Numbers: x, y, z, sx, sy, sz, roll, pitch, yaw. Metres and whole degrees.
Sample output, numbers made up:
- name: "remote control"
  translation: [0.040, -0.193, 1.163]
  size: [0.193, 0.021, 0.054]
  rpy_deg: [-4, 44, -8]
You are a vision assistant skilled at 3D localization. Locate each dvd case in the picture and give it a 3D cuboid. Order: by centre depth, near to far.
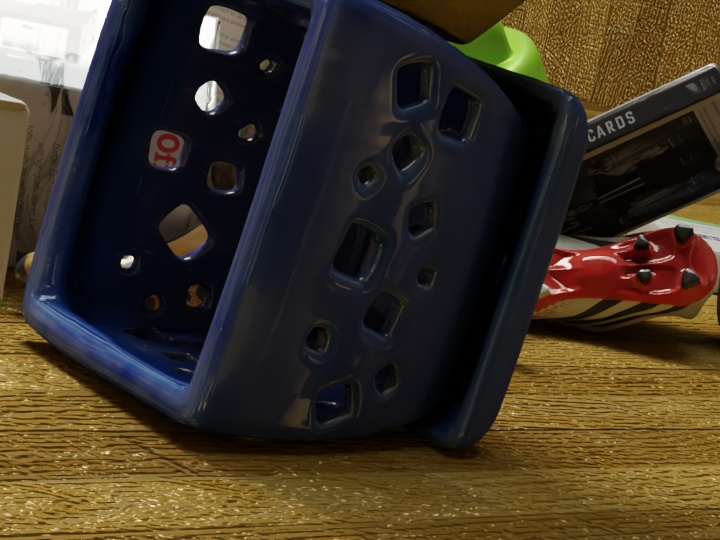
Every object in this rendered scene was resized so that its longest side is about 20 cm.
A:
- name: "dvd case"
  translation: [0.155, -0.057, 1.522]
  size: [0.199, 0.025, 0.150]
  rpy_deg: [-25, -24, 11]

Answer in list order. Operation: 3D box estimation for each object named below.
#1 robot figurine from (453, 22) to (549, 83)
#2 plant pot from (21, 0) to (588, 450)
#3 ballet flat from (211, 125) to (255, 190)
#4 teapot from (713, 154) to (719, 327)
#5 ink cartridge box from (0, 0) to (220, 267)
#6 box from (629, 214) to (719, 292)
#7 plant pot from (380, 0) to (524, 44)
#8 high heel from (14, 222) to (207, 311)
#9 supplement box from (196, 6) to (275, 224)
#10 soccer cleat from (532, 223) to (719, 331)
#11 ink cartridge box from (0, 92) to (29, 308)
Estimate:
- name: "robot figurine"
  translation: [0.088, -0.093, 1.691]
  size: [0.115, 0.201, 0.176]
  rpy_deg: [-26, 30, -8]
- name: "plant pot"
  translation: [-0.020, -0.029, 1.096]
  size: [0.179, 0.201, 0.200]
  rpy_deg: [14, 6, -34]
- name: "ballet flat"
  translation: [-0.030, -0.087, 1.381]
  size: [0.067, 0.073, 0.200]
  rpy_deg: [5, 12, 25]
- name: "teapot"
  translation: [0.339, -0.007, 1.558]
  size: [0.196, 0.147, 0.200]
  rpy_deg: [15, 8, 21]
- name: "ink cartridge box"
  translation: [-0.182, -0.077, 1.285]
  size: [0.198, 0.146, 0.084]
  rpy_deg: [10, 47, -6]
- name: "box"
  translation: [0.303, -0.008, 1.894]
  size: [0.143, 0.037, 0.200]
  rpy_deg: [10, 10, -7]
- name: "plant pot"
  translation: [0.028, -0.187, 1.069]
  size: [0.199, 0.143, 0.200]
  rpy_deg: [23, 2, -1]
- name: "high heel"
  translation: [-0.079, -0.040, 1.233]
  size: [0.199, 0.144, 0.071]
  rpy_deg: [7, 10, -29]
- name: "supplement box"
  translation: [-0.084, -0.118, 1.410]
  size: [0.073, 0.201, 0.126]
  rpy_deg: [23, 20, 6]
- name: "soccer cleat"
  translation: [0.126, 0.008, 1.482]
  size: [0.198, 0.069, 0.085]
  rpy_deg: [-2, -25, 3]
- name: "ink cartridge box"
  translation: [-0.207, -0.012, 0.876]
  size: [0.084, 0.147, 0.200]
  rpy_deg: [4, 11, -34]
